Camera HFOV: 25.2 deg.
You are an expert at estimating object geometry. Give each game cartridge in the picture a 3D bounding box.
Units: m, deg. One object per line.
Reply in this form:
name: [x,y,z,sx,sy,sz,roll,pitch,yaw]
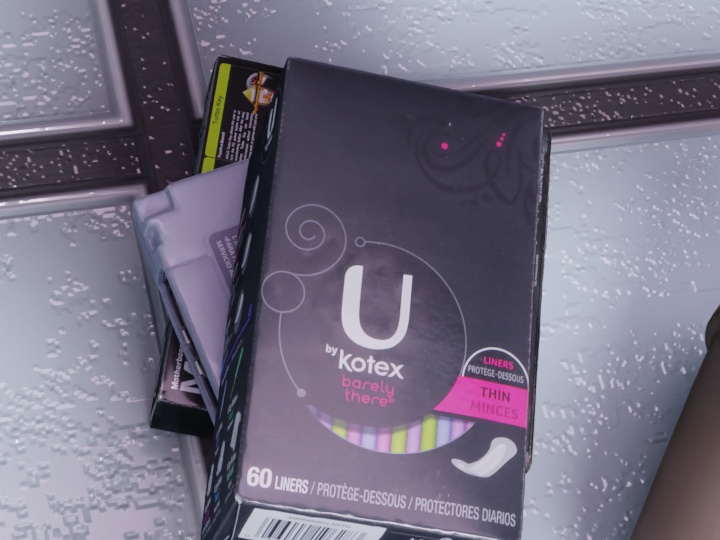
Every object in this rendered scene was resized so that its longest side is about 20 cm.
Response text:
game cartridge: [-0.014,0.037,0.773,0.132,0.041,0.202,-19,74,-16]

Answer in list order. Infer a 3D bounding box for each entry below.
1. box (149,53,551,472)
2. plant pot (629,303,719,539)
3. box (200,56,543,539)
box: [0.000,0.000,0.838,0.191,0.048,0.202,10,64,-7]
plant pot: [0.218,0.122,0.769,0.199,0.200,0.174,38,78,6]
box: [0.005,0.026,0.705,0.121,0.106,0.202,10,65,-11]
